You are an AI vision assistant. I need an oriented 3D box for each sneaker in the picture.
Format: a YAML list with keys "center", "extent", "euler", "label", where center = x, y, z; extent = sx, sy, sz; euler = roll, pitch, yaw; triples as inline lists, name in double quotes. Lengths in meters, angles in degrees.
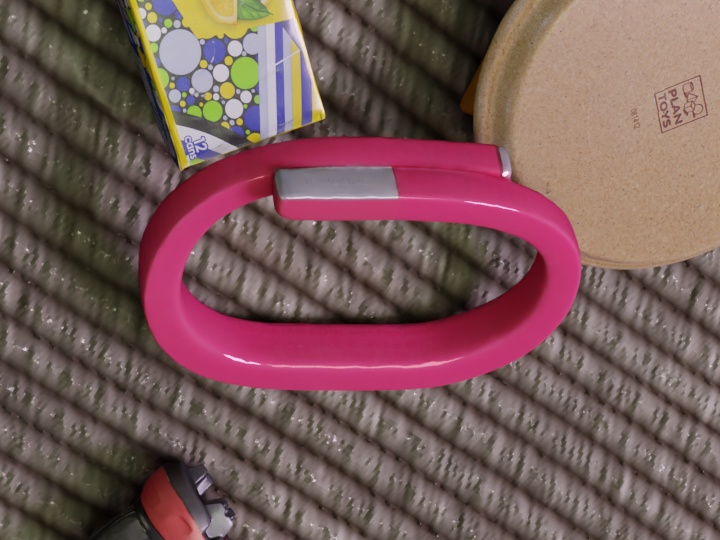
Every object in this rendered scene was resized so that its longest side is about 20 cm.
- center: [-0.073, 0.190, 1.041]
  extent: [0.097, 0.071, 0.201]
  euler: [-30, 113, -4]
  label: "sneaker"

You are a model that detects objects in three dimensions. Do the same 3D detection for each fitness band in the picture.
- center: [0.000, 0.000, 0.978]
  extent: [0.198, 0.038, 0.144]
  euler: [2, 141, -14]
  label: "fitness band"

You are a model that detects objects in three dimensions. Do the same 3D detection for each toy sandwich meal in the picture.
- center: [0.137, -0.097, 1.002]
  extent: [0.204, 0.070, 0.206]
  euler: [-8, 123, -13]
  label: "toy sandwich meal"

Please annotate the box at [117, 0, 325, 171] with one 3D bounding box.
- center: [-0.078, -0.151, 0.918]
  extent: [0.070, 0.064, 0.201]
  euler: [-20, 114, -9]
  label: "box"
